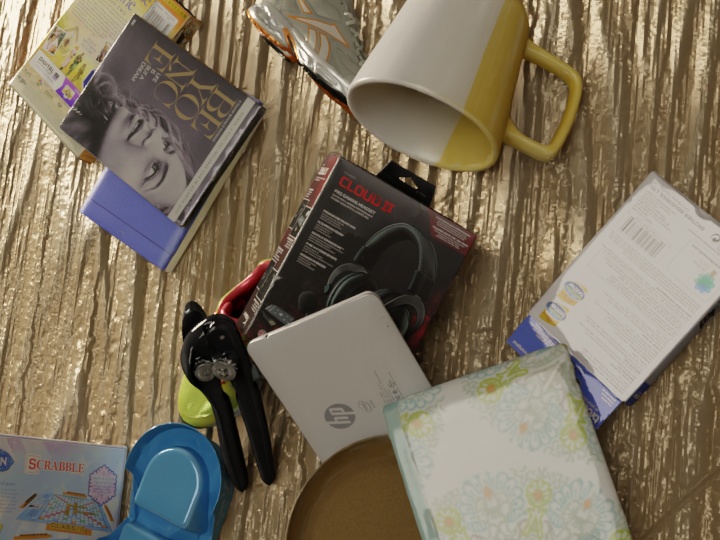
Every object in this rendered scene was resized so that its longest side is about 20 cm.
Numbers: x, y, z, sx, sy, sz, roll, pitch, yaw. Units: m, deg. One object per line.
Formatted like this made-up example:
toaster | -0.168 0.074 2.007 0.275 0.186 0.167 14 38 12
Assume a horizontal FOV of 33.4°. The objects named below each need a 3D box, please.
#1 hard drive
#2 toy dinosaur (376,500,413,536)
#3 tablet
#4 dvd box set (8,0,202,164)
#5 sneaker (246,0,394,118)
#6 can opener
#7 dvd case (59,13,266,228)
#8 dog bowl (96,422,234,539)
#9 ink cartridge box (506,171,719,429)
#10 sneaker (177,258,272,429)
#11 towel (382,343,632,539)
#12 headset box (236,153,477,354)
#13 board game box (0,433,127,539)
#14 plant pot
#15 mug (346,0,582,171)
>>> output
hard drive | -0.199 -0.116 1.266 0.131 0.025 0.201 32 92 26
toy dinosaur | -0.009 0.260 1.083 0.199 0.058 0.102 -28 71 18
tablet | 0.000 0.118 1.063 0.129 0.201 0.014 -23 26 17
dvd box set | -0.284 -0.239 1.326 0.146 0.029 0.200 43 97 24
sneaker | -0.024 -0.230 1.194 0.092 0.076 0.200 -46 68 0
can opener | -0.116 0.122 1.110 0.063 0.079 0.202 -14 117 7
dvd case | -0.211 -0.159 1.255 0.199 0.016 0.149 37 95 23
dog bowl | -0.189 0.249 1.168 0.111 0.050 0.202 20 88 25
ink cartridge box | 0.235 0.028 1.044 0.200 0.042 0.119 -48 65 4
sneaker | -0.122 0.064 1.159 0.078 0.090 0.201 36 95 24
towel | 0.125 0.183 1.011 0.170 0.048 0.202 -19 80 7
headset box | 0.000 0.000 1.091 0.148 0.077 0.201 29 91 -13
board game box | -0.319 0.259 1.140 0.041 0.199 0.202 -5 75 39
plant pot | 0.031 0.246 1.048 0.198 0.028 0.202 2 76 -7
mug | 0.096 -0.185 1.112 0.149 0.186 0.154 -1 60 54
